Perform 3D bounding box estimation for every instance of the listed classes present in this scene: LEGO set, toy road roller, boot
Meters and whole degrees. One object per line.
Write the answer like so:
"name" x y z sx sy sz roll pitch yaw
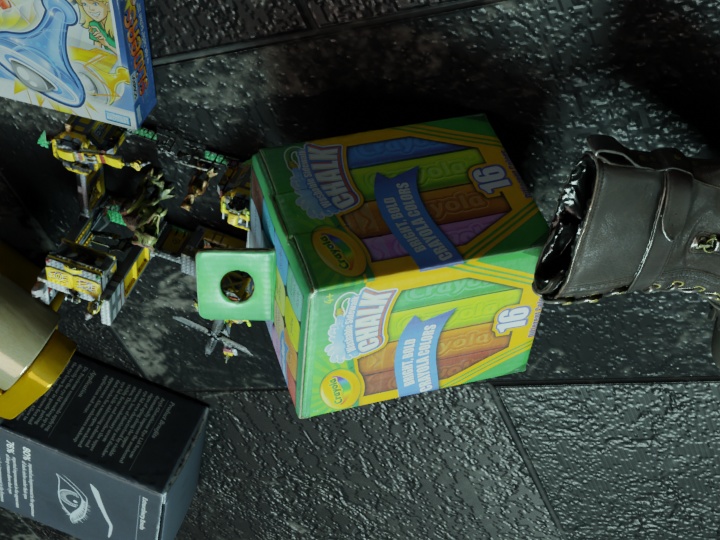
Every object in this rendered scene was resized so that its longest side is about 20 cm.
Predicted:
"LEGO set" -0.152 -0.020 0.895 0.200 0.116 0.154 23 140 1
"toy road roller" -0.296 0.033 0.994 0.123 0.146 0.200 38 144 -16
"boot" 0.181 -0.004 0.727 0.174 0.069 0.200 -9 130 -15

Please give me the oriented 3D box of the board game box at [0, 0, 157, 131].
"board game box" -0.240 -0.177 0.835 0.200 0.034 0.136 14 139 12

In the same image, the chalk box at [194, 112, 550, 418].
"chalk box" 0.000 0.000 0.768 0.200 0.124 0.125 -12 141 -15

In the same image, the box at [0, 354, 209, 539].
"box" -0.254 0.170 1.159 0.200 0.104 0.148 21 139 3
